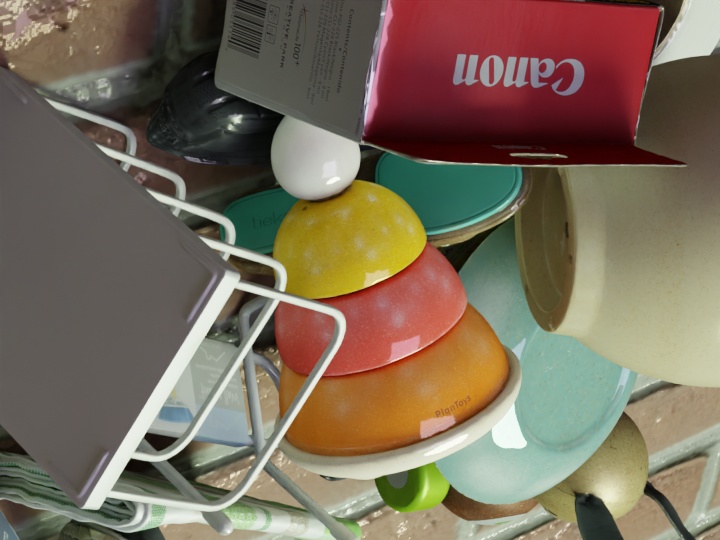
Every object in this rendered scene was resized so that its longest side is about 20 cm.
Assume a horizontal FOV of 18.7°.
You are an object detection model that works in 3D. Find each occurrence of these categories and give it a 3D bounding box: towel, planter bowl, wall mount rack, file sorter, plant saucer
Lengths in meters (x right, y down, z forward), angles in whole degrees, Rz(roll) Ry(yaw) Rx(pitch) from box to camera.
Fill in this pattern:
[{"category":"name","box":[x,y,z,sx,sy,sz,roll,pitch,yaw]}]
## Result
[{"category":"towel","box":[-0.114,0.143,1.310,0.199,0.149,0.031,16,85,-50]},{"category":"planter bowl","box":[0.167,-0.026,1.268,0.134,0.201,0.201,-4,128,-13]},{"category":"wall mount rack","box":[-0.078,0.084,1.280,0.074,0.175,0.199,-24,156,33]},{"category":"file sorter","box":[-0.129,0.014,1.142,0.124,0.200,0.139,17,109,-55]},{"category":"plant saucer","box":[0.123,0.058,1.377,0.200,0.039,0.202,-16,116,-37]}]

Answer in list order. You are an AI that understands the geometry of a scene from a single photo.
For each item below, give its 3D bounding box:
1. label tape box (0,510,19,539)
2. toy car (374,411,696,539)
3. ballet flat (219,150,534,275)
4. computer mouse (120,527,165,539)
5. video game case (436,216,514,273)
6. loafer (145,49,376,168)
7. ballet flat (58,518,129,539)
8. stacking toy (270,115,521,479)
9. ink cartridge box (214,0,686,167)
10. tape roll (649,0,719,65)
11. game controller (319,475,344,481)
[{"category":"label tape box","box":[-0.236,0.204,1.238,0.066,0.144,0.200,-9,139,11]},{"category":"toy car","box":[0.141,0.142,1.516,0.164,0.200,0.158,-3,124,-43]},{"category":"ballet flat","box":[0.015,-0.032,1.290,0.199,0.068,0.072,-15,158,19]},{"category":"computer mouse","box":[-0.127,0.223,1.442,0.034,0.059,0.200,-28,143,-10]},{"category":"video game case","box":[0.093,-0.019,1.415,0.181,0.023,0.200,-11,153,-39]},{"category":"loafer","box":[-0.040,-0.094,1.254,0.070,0.068,0.200,-30,165,38]},{"category":"ballet flat","box":[-0.159,0.199,1.329,0.046,0.067,0.200,-59,176,-23]},{"category":"stacking toy","box":[0.000,0.000,1.208,0.146,0.146,0.201,-27,113,-26]},{"category":"ink cartridge box","box":[0.056,-0.114,1.150,0.199,0.175,0.084,-2,109,-40]},{"category":"tape roll","box":[0.147,-0.177,1.355,0.202,0.071,0.203,-26,137,-27]},{"category":"game controller","box":[0.047,0.057,1.386,0.200,0.042,0.105,-38,153,-34]}]
